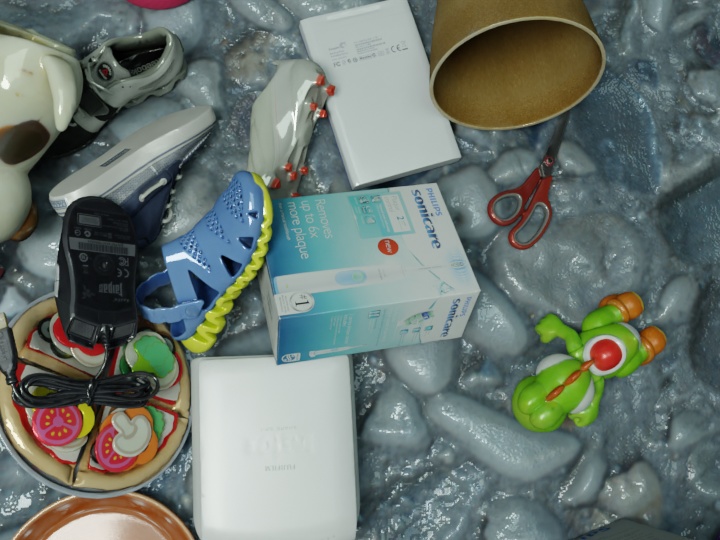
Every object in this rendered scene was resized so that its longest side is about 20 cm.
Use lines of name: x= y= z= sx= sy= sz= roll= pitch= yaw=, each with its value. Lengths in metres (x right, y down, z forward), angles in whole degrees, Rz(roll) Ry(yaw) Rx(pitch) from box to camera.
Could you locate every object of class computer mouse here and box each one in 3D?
computer mouse: x=-0.262 y=0.031 z=0.679 sx=0.140 sy=0.046 sz=0.201 roll=0 pitch=73 yaw=-44

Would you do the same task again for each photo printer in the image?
photo printer: x=-0.084 y=0.184 z=0.762 sx=0.165 sy=0.069 sz=0.201 roll=-1 pitch=80 yaw=-11

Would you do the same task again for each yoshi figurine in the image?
yoshi figurine: x=0.235 y=0.110 z=0.838 sx=0.199 sy=0.112 sz=0.113 roll=-31 pitch=127 yaw=-28

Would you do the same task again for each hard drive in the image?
hard drive: x=0.022 y=-0.204 z=0.874 sx=0.131 sy=0.025 sz=0.201 roll=-17 pitch=83 yaw=-13

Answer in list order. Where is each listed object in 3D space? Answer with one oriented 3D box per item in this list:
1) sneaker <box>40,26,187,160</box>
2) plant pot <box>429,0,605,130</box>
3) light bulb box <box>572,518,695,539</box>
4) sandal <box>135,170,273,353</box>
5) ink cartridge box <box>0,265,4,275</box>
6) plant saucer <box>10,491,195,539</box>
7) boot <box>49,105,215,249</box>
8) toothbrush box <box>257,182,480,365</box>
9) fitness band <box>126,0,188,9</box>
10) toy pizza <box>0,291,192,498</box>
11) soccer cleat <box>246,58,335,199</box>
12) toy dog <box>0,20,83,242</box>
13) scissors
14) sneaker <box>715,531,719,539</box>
sneaker: x=-0.272 y=-0.192 z=0.787 sx=0.200 sy=0.089 sz=0.074 roll=-39 pitch=90 yaw=-13
plant pot: x=0.161 y=-0.293 z=0.852 sx=0.185 sy=0.187 sz=0.201 roll=2 pitch=66 yaw=-10
light bulb box: x=0.282 y=0.366 z=0.731 sx=0.124 sy=0.200 sz=0.199 roll=-18 pitch=83 yaw=-11
sandal: x=-0.150 y=-0.008 z=0.729 sx=0.087 sy=0.080 sz=0.201 roll=18 pitch=113 yaw=-32
ink cartridge box: x=-0.459 y=0.043 z=0.711 sx=0.145 sy=0.085 sz=0.201 roll=28 pitch=78 yaw=-4
plant saucer: x=-0.247 y=0.311 z=0.729 sx=0.199 sy=0.032 sz=0.202 roll=2 pitch=80 yaw=-10
boot: x=-0.219 y=-0.090 z=0.796 sx=0.200 sy=0.073 sz=0.091 roll=-41 pitch=126 yaw=-29
toothbrush box: x=0.000 y=0.000 z=0.774 sx=0.199 sy=0.086 sz=0.147 roll=-6 pitch=54 yaw=-14
fitness band: x=-0.246 y=-0.386 z=0.851 sx=0.143 sy=0.037 sz=0.200 roll=-39 pitch=88 yaw=-14
toy pizza: x=-0.238 y=0.107 z=0.710 sx=0.200 sy=0.032 sz=0.201 roll=23 pitch=54 yaw=-35
soccer cleat: x=-0.093 y=-0.134 z=0.826 sx=0.077 sy=0.069 sz=0.201 roll=18 pitch=83 yaw=24
toy dog: x=-0.333 y=-0.122 z=0.707 sx=0.193 sy=0.139 sz=0.201 roll=28 pitch=102 yaw=19
scissors: x=0.222 y=-0.114 z=0.904 sx=0.073 sy=0.014 sz=0.200 roll=38 pitch=75 yaw=0
sneaker: x=0.260 y=0.268 z=0.606 sx=0.088 sy=0.081 sz=0.200 roll=36 pitch=78 yaw=6
